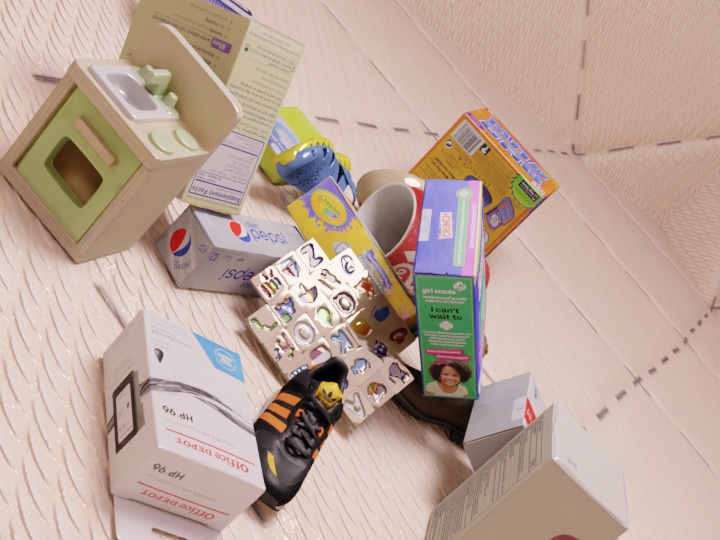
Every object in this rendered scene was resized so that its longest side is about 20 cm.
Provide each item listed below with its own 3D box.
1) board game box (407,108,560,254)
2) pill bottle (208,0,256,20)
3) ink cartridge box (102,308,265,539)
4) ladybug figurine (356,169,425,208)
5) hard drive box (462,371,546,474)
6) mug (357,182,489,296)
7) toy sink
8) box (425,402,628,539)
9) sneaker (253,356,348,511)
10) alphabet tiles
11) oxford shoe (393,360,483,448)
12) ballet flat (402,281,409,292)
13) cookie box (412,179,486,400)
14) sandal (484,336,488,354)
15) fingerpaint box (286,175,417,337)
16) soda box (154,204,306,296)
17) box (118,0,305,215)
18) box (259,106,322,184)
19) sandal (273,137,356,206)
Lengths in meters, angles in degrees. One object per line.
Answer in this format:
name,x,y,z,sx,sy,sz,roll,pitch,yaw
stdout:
board game box,0.208,-0.146,1.876,0.200,0.200,0.200,47,21,5
pill bottle,-0.224,-0.360,1.558,0.199,0.116,0.117,30,26,-36
ink cartridge box,-0.149,0.141,0.882,0.115,0.068,0.201,30,27,-36
ladybug figurine,0.077,-0.084,1.640,0.198,0.135,0.073,28,55,-27
hard drive box,0.198,0.248,1.237,0.202,0.076,0.156,67,18,-12
mug,0.107,-0.023,1.538,0.199,0.176,0.135,36,62,-36
toy sink,-0.234,-0.127,1.015,0.131,0.200,0.112,49,21,6
box,0.170,0.260,1.091,0.109,0.200,0.128,43,22,-5
sneaker,-0.059,0.146,1.013,0.070,0.090,0.200,42,21,-8
alphabet tiles,-0.031,0.068,1.172,0.166,0.006,0.201,-35,88,-33
oxford shoe,0.109,0.154,1.325,0.199,0.084,0.073,31,27,-31
ballet flat,0.005,-0.006,1.430,0.200,0.066,0.057,49,11,2
cookie box,0.110,0.023,1.243,0.173,0.074,0.202,-78,165,-47
sandal,0.163,0.110,1.542,0.082,0.055,0.200,47,21,3
fingerpaint box,0.000,0.000,1.320,0.201,0.073,0.167,57,2,13
soda box,-0.136,-0.018,1.187,0.199,0.068,0.064,9,42,-57
box,-0.183,-0.191,1.147,0.175,0.202,0.096,28,9,34
box,-0.115,-0.190,1.558,0.122,0.048,0.199,50,22,10
sandal,-0.054,-0.126,1.449,0.199,0.079,0.088,12,58,-66
